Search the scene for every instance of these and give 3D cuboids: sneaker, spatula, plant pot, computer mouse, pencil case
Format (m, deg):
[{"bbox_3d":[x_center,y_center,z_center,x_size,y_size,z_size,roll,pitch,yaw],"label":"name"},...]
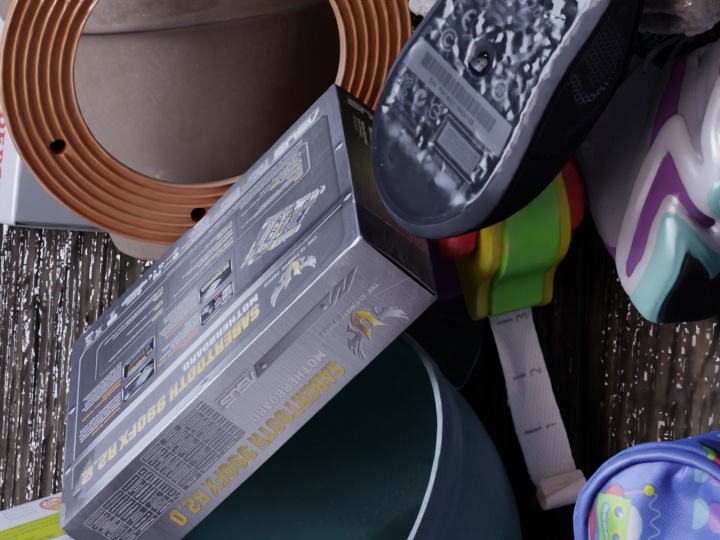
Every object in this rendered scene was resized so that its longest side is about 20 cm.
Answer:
[{"bbox_3d":[0.148,-0.089,0.844,0.200,0.078,0.140,-54,52,31],"label":"sneaker"},{"bbox_3d":[0.000,0.000,0.996,0.200,0.056,0.021,-3,112,58],"label":"spatula"},{"bbox_3d":[-0.085,-0.101,1.048,0.200,0.200,0.175,12,114,48],"label":"plant pot"},{"bbox_3d":[-0.022,0.051,1.031,0.200,0.074,0.085,-30,27,26],"label":"sneaker"},{"bbox_3d":[-0.002,0.140,0.931,0.200,0.134,0.201,-29,39,27],"label":"plant pot"},{"bbox_3d":[0.078,-0.094,0.805,0.200,0.053,0.139,-55,52,26],"label":"computer mouse"},{"bbox_3d":[0.159,0.097,0.732,0.087,0.200,0.078,25,106,34],"label":"pencil case"}]

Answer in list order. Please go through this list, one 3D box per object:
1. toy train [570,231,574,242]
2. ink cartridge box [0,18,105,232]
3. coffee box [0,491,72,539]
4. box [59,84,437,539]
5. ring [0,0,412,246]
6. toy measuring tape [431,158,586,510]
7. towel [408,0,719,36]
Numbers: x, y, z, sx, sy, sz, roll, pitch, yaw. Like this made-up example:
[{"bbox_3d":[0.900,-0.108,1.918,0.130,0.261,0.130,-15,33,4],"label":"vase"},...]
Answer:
[{"bbox_3d":[0.053,-0.086,0.969,0.150,0.056,0.200,34,113,44],"label":"toy train"},{"bbox_3d":[-0.232,-0.107,1.274,0.200,0.086,0.147,11,96,50],"label":"ink cartridge box"},{"bbox_3d":[-0.197,0.271,1.095,0.198,0.200,0.200,25,121,47],"label":"coffee box"},{"bbox_3d":[-0.056,0.025,0.921,0.200,0.048,0.158,-44,25,17],"label":"box"},{"bbox_3d":[-0.073,-0.100,0.946,0.201,0.200,0.019,-64,29,24],"label":"ring"},{"bbox_3d":[0.073,0.006,0.879,0.074,0.073,0.200,-19,83,46],"label":"toy measuring tape"},{"bbox_3d":[0.110,-0.160,0.872,0.200,0.034,0.133,15,66,51],"label":"towel"}]
